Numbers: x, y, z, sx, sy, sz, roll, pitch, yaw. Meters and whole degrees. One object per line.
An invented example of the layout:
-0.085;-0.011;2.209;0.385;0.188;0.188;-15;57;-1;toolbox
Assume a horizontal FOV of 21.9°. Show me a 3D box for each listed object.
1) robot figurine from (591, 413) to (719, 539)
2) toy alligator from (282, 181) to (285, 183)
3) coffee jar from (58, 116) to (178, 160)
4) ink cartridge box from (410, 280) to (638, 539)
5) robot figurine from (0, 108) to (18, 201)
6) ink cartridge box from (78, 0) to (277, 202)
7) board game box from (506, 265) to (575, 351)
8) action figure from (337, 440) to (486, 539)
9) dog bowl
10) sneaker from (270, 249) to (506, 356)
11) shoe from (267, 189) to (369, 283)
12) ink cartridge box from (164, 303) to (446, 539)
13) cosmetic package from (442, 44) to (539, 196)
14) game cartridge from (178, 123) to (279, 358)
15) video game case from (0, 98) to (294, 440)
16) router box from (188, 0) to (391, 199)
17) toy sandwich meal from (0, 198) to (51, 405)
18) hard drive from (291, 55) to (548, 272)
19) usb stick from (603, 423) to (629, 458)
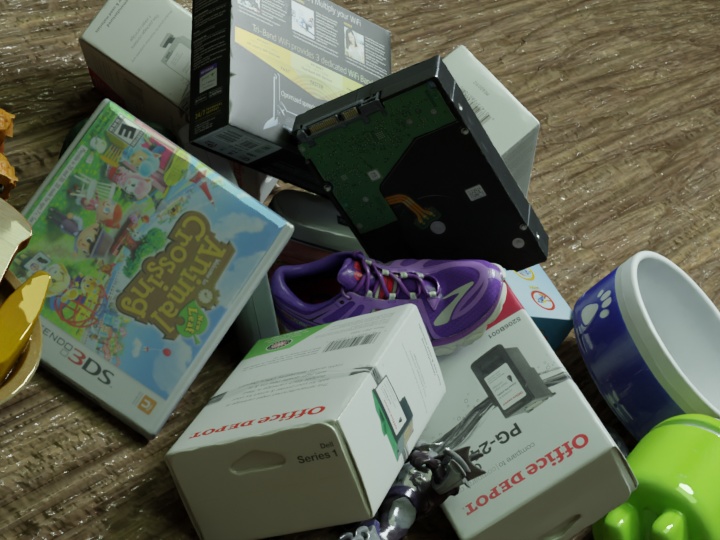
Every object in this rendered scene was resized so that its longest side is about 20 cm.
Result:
0.271;0.199;1.587;0.174;0.117;0.200;2;24;32;robot figurine
-0.091;-0.120;1.789;0.200;0.059;0.054;46;-11;12;toy alligator
-0.183;-0.036;1.529;0.103;0.086;0.201;6;38;-25;coffee jar
0.110;0.126;1.506;0.201;0.144;0.084;58;0;38;ink cartridge box
-0.374;-0.117;1.492;0.198;0.058;0.146;19;32;-25;robot figurine
-0.149;-0.162;1.689;0.199;0.083;0.147;35;-12;4;ink cartridge box
0.081;-0.006;1.778;0.199;0.056;0.197;6;39;-39;board game box
0.022;0.183;1.381;0.069;0.130;0.200;45;36;-7;action figure
0.294;0.085;1.773;0.200;0.079;0.201;39;30;-27;dog bowl
0.019;0.021;1.506;0.084;0.198;0.081;62;26;-55;sneaker
0.000;0.000;1.639;0.198;0.091;0.072;17;34;-14;shoe
-0.037;0.113;1.382;0.085;0.145;0.200;68;26;-17;ink cartridge box
0.090;-0.097;1.661;0.085;0.200;0.108;-39;74;-13;cosmetic package
-0.111;-0.029;1.555;0.040;0.134;0.201;-13;44;-10;game cartridge
-0.178;-0.003;1.421;0.181;0.022;0.201;34;73;1;video game case
-0.055;-0.157;1.570;0.199;0.052;0.159;21;60;-43;router box
-0.307;0.017;1.314;0.203;0.071;0.206;16;41;-14;toy sandwich meal
0.051;-0.068;1.519;0.201;0.139;0.038;54;27;-30;hard drive
0.154;0.145;1.650;0.198;0.033;0.056;12;28;-33;usb stick
